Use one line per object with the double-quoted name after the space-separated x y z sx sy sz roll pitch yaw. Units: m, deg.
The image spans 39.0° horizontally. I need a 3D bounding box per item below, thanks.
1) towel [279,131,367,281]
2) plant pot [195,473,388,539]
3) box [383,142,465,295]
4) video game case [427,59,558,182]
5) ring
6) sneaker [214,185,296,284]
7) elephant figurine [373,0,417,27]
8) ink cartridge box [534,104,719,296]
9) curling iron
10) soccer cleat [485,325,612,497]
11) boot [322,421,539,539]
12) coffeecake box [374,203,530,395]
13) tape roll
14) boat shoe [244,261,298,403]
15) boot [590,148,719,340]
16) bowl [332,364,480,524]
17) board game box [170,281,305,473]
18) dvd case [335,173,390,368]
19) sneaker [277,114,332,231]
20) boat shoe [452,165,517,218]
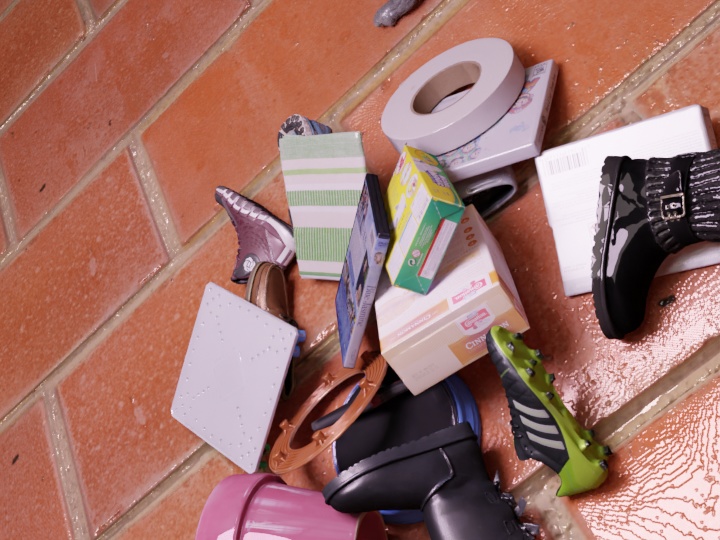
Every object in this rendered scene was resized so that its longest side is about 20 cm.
-0.039 -0.082 1.348 0.152 0.023 0.201 4 109 42 "towel"
-0.070 0.334 1.170 0.178 0.200 0.201 -5 66 20 "plant pot"
0.061 -0.067 1.197 0.200 0.048 0.118 -109 39 -62 "box"
0.148 -0.181 1.297 0.200 0.024 0.182 -15 37 32 "video game case"
-0.044 0.169 1.252 0.200 0.019 0.200 -42 11 10 "ring"
-0.174 -0.044 1.500 0.200 0.076 0.116 34 95 42 "sneaker"
0.091 -0.461 1.461 0.155 0.142 0.200 -46 24 -27 "elephant figurine"
0.311 -0.076 1.153 0.200 0.044 0.174 -15 84 32 "ink cartridge box"
0.018 0.150 1.237 0.200 0.026 0.050 -36 30 26 "curling iron"
0.183 0.152 1.077 0.081 0.067 0.200 -36 88 29 "soccer cleat"
0.077 0.266 1.090 0.198 0.073 0.163 -20 64 -13 "boot"
0.098 0.029 1.185 0.153 0.073 0.200 -32 26 14 "coffeecake box"
0.119 -0.227 1.330 0.202 0.037 0.203 -28 32 19 "tape roll"
-0.114 0.084 1.394 0.068 0.072 0.201 -7 78 36 "boat shoe"
0.330 -0.027 1.070 0.157 0.079 0.212 4 92 32 "boot"
0.050 0.202 1.228 0.200 0.039 0.201 -17 59 31 "bowl"
-0.167 0.140 1.364 0.200 0.026 0.201 24 101 43 "board game box"
0.000 0.000 1.253 0.143 0.017 0.200 -99 19 -55 "dvd case"
-0.051 -0.122 1.434 0.078 0.090 0.201 -15 81 47 "sneaker"
0.109 -0.073 1.289 0.201 0.070 0.072 -35 45 17 "boat shoe"
